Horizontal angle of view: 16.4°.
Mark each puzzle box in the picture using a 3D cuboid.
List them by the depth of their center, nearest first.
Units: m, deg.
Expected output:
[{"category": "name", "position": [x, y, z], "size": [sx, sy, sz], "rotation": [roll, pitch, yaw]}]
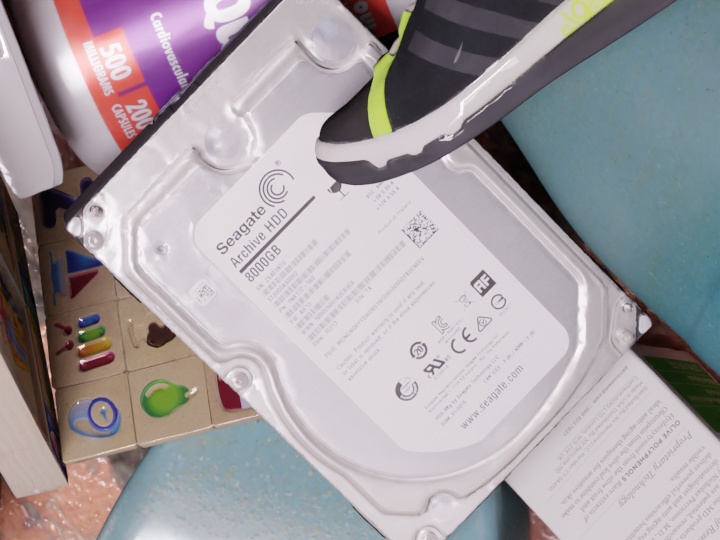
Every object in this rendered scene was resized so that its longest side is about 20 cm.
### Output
[{"category": "puzzle box", "position": [-0.154, -0.002, 0.994], "size": [0.025, 0.200, 0.134], "rotation": [-12, 68, -2]}]

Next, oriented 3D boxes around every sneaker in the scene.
[{"category": "sneaker", "position": [0.051, -0.106, 0.891], "size": [0.199, 0.072, 0.083], "rotation": [-33, 95, 32]}]

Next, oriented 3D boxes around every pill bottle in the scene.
[{"category": "pill bottle", "position": [-0.040, -0.123, 1.033], "size": [0.199, 0.113, 0.113], "rotation": [-22, 106, 6]}]

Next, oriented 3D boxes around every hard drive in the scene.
[{"category": "hard drive", "position": [0.000, 0.000, 0.983], "size": [0.140, 0.038, 0.200], "rotation": [-45, 102, 0]}, {"category": "hard drive", "position": [-0.165, -0.113, 1.038], "size": [0.027, 0.200, 0.133], "rotation": [-22, 107, -7]}]

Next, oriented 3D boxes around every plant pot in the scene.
[{"category": "plant pot", "position": [0.143, -0.079, 0.985], "size": [0.188, 0.200, 0.201], "rotation": [38, 117, 13]}, {"category": "plant pot", "position": [-0.019, 0.133, 1.112], "size": [0.194, 0.196, 0.201], "rotation": [16, 99, 7]}]

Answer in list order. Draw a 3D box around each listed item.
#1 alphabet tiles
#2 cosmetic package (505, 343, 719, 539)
[{"category": "alphabet tiles", "position": [-0.061, -0.029, 1.068], "size": [0.166, 0.008, 0.201], "rotation": [-14, 66, 9]}, {"category": "cosmetic package", "position": [0.166, 0.131, 1.058], "size": [0.200, 0.107, 0.085], "rotation": [46, 103, 18]}]
